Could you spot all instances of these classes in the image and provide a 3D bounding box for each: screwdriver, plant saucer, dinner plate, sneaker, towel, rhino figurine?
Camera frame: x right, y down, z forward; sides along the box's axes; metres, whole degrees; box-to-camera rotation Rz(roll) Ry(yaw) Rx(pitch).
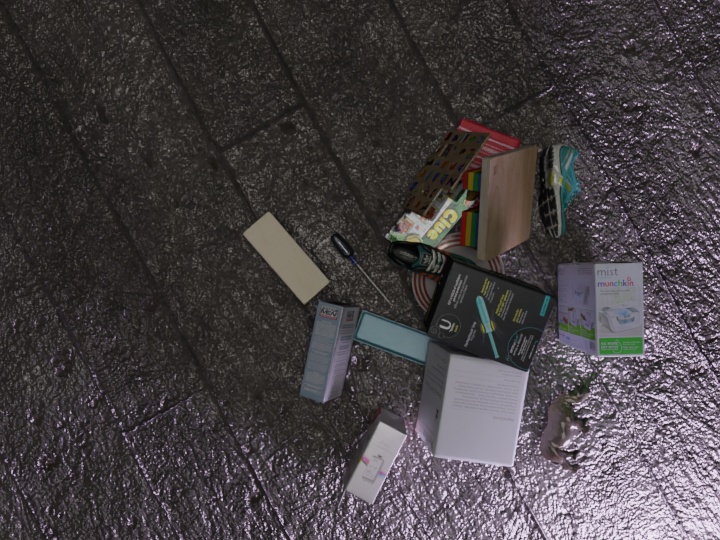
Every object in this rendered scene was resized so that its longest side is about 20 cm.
[{"bbox_3d":[0.000,0.000,1.178,0.029,0.028,0.200,-34,85,-27],"label":"screwdriver"},{"bbox_3d":[0.087,0.153,1.184,0.199,0.019,0.070,20,91,0],"label":"plant saucer"},{"bbox_3d":[0.208,0.016,1.147,0.199,0.024,0.202,-8,68,20],"label":"dinner plate"},{"bbox_3d":[0.433,-0.170,1.146,0.079,0.078,0.202,3,90,-7],"label":"sneaker"},{"bbox_3d":[0.253,-0.218,1.175,0.144,0.022,0.201,20,93,-1],"label":"towel"},{"bbox_3d":[0.146,-0.014,1.108,0.199,0.080,0.072,15,90,12],"label":"sneaker"},{"bbox_3d":[0.445,0.323,1.153,0.087,0.060,0.201,16,88,12],"label":"rhino figurine"}]

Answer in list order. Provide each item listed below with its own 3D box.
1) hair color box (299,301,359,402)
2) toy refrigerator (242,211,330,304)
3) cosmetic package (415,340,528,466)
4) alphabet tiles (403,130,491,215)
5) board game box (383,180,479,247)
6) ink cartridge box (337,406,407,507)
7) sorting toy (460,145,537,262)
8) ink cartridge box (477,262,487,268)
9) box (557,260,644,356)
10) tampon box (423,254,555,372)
[{"bbox_3d":[-0.064,0.169,1.142,0.060,0.099,0.201,13,91,20],"label":"hair color box"},{"bbox_3d":[-0.159,-0.025,1.167,0.076,0.070,0.200,-42,90,-5],"label":"toy refrigerator"},{"bbox_3d":[0.222,0.265,1.097,0.165,0.167,0.202,9,90,-7],"label":"cosmetic package"},{"bbox_3d":[0.167,-0.205,1.113,0.008,0.167,0.201,34,92,-26],"label":"alphabet tiles"},{"bbox_3d":[0.153,-0.116,1.159,0.105,0.023,0.200,40,99,8],"label":"board game box"},{"bbox_3d":[0.024,0.405,1.138,0.067,0.116,0.201,27,92,1],"label":"ink cartridge box"},{"bbox_3d":[0.277,-0.143,1.091,0.069,0.198,0.201,16,117,39],"label":"sorting toy"},{"bbox_3d":[0.273,0.058,1.168,0.200,0.039,0.099,45,92,2],"label":"ink cartridge box"},{"bbox_3d":[0.475,0.071,1.081,0.096,0.200,0.178,-1,89,1],"label":"box"},{"bbox_3d":[0.239,0.077,1.028,0.199,0.126,0.151,20,98,1],"label":"tampon box"}]
